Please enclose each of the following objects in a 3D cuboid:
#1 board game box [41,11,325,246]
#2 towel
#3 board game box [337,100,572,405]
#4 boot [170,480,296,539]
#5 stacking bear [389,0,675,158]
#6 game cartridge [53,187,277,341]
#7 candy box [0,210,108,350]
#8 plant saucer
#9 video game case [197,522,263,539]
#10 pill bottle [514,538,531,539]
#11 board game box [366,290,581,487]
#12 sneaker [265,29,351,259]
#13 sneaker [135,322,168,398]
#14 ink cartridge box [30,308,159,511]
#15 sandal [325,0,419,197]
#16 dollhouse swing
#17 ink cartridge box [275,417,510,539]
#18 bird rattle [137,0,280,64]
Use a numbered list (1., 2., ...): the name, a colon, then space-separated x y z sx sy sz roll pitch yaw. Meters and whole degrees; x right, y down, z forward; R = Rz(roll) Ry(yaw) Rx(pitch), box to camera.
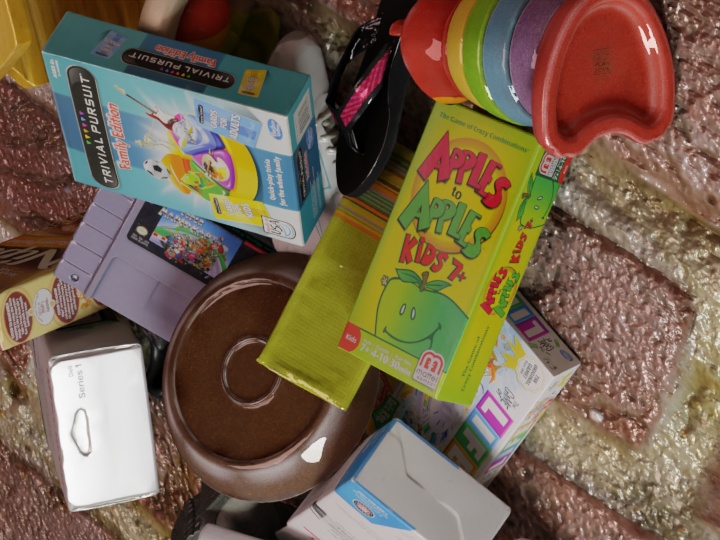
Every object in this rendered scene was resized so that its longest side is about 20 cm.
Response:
1. board game box: -0.131 -0.105 1.616 0.200 0.047 0.151 16 145 16
2. towel: 0.000 0.000 1.628 0.086 0.018 0.200 28 91 22
3. board game box: 0.068 -0.015 1.555 0.102 0.048 0.200 26 97 38
4. boot: -0.072 0.200 1.783 0.200 0.131 0.068 120 158 -44
5. stacking bear: 0.105 -0.151 1.480 0.200 0.121 0.114 16 112 51
6. game cartridge: -0.142 0.002 1.775 0.200 0.038 0.130 30 123 -3
7. candy box: -0.272 0.005 1.874 0.115 0.200 0.055 12 115 43
8. plant saucer: -0.079 0.081 1.681 0.200 0.032 0.200 -7 76 27
9. video game case: -0.023 0.283 1.755 0.182 0.024 0.200 13 151 27
10. pill bottle: 0.149 0.311 1.622 0.200 0.116 0.116 49 136 21
11. board game box: 0.075 0.087 1.665 0.134 0.034 0.200 50 136 19
12. sneaker: -0.028 -0.093 1.680 0.080 0.070 0.200 14 124 35
13. sneaker: -0.151 0.028 1.843 0.071 0.083 0.200 34 128 38
14. ink cartridge box: -0.241 0.107 1.908 0.200 0.084 0.145 -131 34 -68
15. sandal: 0.006 -0.152 1.592 0.075 0.045 0.200 46 125 54
16. dollhouse swing: -0.190 -0.253 1.674 0.176 0.200 0.182 -4 104 47
17. ink cartridge box: 0.020 0.197 1.673 0.116 0.068 0.200 40 153 -4
18. bird rattle: -0.112 -0.209 1.654 0.113 0.163 0.200 31 139 12
